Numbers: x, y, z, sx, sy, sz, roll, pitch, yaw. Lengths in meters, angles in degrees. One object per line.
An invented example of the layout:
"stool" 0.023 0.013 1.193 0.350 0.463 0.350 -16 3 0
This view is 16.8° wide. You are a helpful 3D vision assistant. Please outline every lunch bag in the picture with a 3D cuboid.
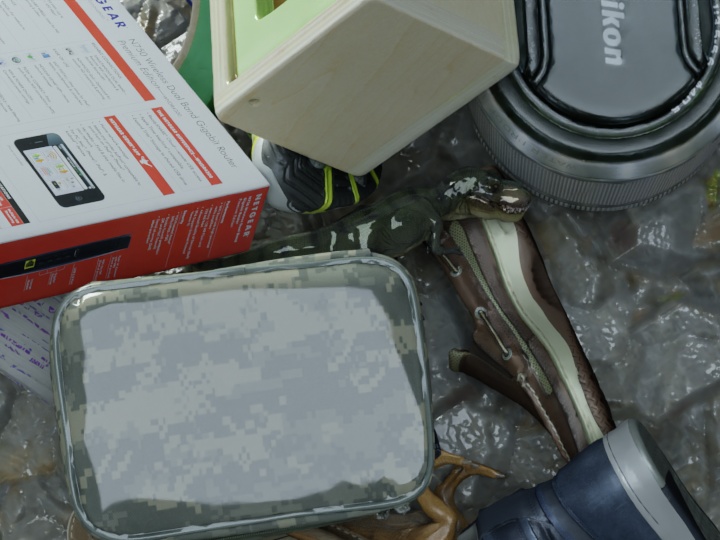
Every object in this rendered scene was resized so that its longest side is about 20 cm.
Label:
"lunch bag" -0.057 0.070 1.266 0.198 0.168 0.140 -8 86 -4

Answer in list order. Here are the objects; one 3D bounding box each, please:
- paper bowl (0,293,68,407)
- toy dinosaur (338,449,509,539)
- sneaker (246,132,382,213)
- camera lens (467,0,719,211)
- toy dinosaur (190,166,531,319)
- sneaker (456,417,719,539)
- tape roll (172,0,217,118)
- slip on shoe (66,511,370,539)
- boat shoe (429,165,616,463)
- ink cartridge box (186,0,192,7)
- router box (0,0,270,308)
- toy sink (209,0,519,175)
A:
"paper bowl" -0.217 -0.014 1.365 0.200 0.201 0.105 32 84 6
"toy dinosaur" 0.035 0.156 1.406 0.199 0.060 0.107 20 87 5
"sneaker" -0.032 -0.076 1.378 0.076 0.200 0.076 -21 106 20
"camera lens" 0.136 -0.119 1.357 0.159 0.200 0.161 0 84 3
"toy dinosaur" 0.000 0.000 1.362 0.199 0.047 0.089 -18 123 -18
"sneaker" 0.140 0.188 1.369 0.146 0.077 0.203 -32 119 10
"tape roll" -0.154 -0.162 1.423 0.199 0.048 0.202 2 97 17
"slip on shoe" -0.073 0.154 1.316 0.199 0.061 0.076 16 79 20
"boat shoe" 0.087 0.044 1.413 0.074 0.075 0.203 -25 73 6
"ink cartridge box" -0.019 -0.216 1.453 0.200 0.044 0.094 -43 85 -2
"router box" -0.175 -0.074 1.286 0.179 0.049 0.200 -13 49 -36
"toy sink" -0.006 -0.177 1.284 0.112 0.130 0.201 21 53 -35
